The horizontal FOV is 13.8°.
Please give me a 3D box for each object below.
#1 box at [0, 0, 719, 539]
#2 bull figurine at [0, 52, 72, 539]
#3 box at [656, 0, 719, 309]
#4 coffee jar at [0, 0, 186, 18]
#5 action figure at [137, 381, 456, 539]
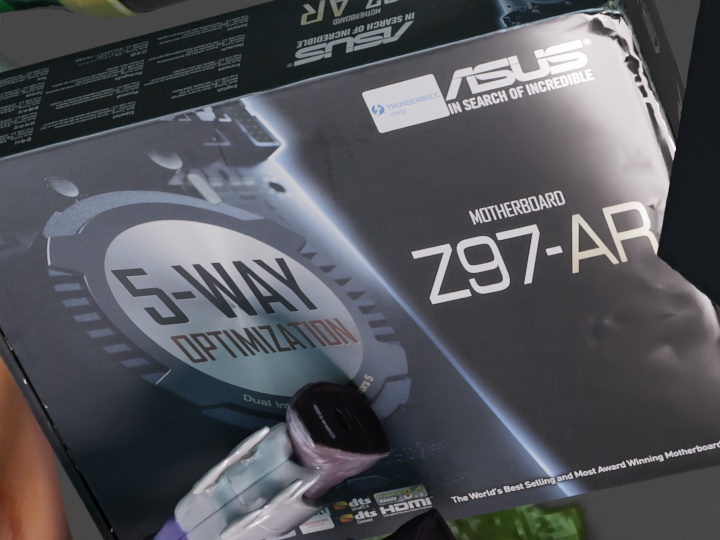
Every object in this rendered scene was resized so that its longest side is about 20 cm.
[{"bbox_3d":[0.000,0.000,0.816,0.199,0.044,0.161,-13,127,15],"label":"box"},{"bbox_3d":[-0.142,0.024,0.875,0.121,0.065,0.201,-12,113,-10],"label":"bull figurine"},{"bbox_3d":[0.184,-0.056,0.709,0.199,0.079,0.142,-1,110,-23],"label":"box"},{"bbox_3d":[-0.125,-0.115,0.816,0.199,0.085,0.105,-7,64,17],"label":"coffee jar"},{"bbox_3d":[-0.072,0.107,0.826,0.200,0.069,0.130,-33,92,17],"label":"action figure"}]
